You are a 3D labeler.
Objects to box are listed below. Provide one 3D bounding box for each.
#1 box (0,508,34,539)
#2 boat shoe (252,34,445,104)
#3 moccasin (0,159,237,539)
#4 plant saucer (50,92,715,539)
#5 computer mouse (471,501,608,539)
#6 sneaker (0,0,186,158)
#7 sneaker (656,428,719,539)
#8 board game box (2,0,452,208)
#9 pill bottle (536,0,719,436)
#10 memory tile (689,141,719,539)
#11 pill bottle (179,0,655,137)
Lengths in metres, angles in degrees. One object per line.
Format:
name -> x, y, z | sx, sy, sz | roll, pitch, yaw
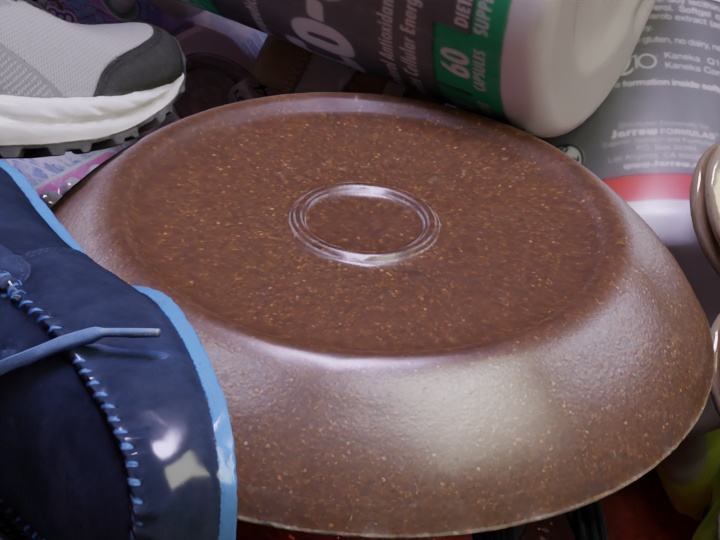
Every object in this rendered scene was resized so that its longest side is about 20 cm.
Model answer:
box -> -0.143, 0.068, 0.740 | 0.193, 0.048, 0.200 | -4, 35, -42
boat shoe -> 0.004, -0.132, 1.015 | 0.076, 0.072, 0.200 | 19, 47, -9
moccasin -> -0.093, 0.029, 0.732 | 0.068, 0.081, 0.200 | 0, 18, -28
plant saucer -> 0.000, 0.000, 0.827 | 0.200, 0.037, 0.200 | 3, 32, -2
computer mouse -> 0.023, 0.111, 0.790 | 0.059, 0.034, 0.200 | 26, 39, 5
sneaker -> -0.130, -0.070, 0.830 | 0.200, 0.074, 0.079 | 2, 92, -41
sneaker -> 0.148, 0.057, 1.030 | 0.105, 0.076, 0.200 | 36, 39, -37
board game box -> -0.045, -0.054, 0.982 | 0.200, 0.026, 0.200 | 19, 49, -26
pill bottle -> 0.090, -0.054, 0.994 | 0.116, 0.116, 0.200 | 21, 47, -25
memory tile -> 0.161, 0.059, 0.897 | 0.153, 0.017, 0.200 | 9, 70, -39
pill bottle -> -0.010, -0.124, 0.913 | 0.200, 0.113, 0.113 | 22, 38, 20
